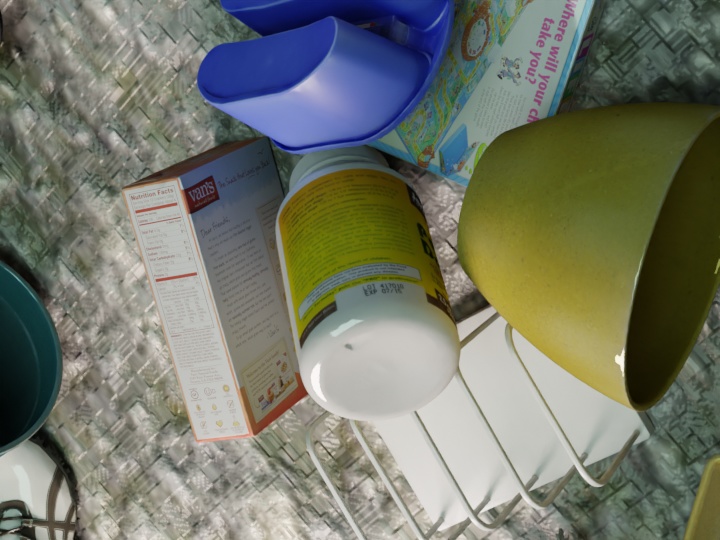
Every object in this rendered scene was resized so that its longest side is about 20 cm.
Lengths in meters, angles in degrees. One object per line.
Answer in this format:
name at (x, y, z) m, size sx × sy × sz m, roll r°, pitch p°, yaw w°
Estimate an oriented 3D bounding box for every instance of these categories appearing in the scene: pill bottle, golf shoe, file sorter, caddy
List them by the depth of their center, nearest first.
caddy at (-0.020, -0.157, 1.085) m, size 0.200 × 0.105 × 0.142 m, roll -2°, pitch 69°, yaw 51°
pill bottle at (0.000, 0.000, 1.100) m, size 0.109 × 0.200 × 0.109 m, roll -6°, pitch 133°, yaw -7°
file sorter at (0.080, 0.117, 1.145) m, size 0.200 × 0.124 × 0.139 m, roll -30°, pitch 92°, yaw 31°
golf shoe at (-0.293, 0.237, 1.384) m, size 0.078 × 0.094 × 0.201 m, roll -13°, pitch 99°, yaw 30°

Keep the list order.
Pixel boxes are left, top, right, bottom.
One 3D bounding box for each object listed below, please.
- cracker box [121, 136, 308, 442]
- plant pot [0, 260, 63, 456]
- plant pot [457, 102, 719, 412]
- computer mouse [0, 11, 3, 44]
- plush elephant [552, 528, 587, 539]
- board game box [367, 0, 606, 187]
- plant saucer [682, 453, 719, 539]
cracker box at (-0.097, 0.012, 1.190) m, size 0.058 × 0.134 × 0.201 m, roll -8°, pitch 102°, yaw 28°
plant pot at (-0.381, 0.105, 1.335) m, size 0.200 × 0.200 × 0.188 m, roll 50°, pitch 135°, yaw 3°
plant pot at (0.148, -0.026, 1.028) m, size 0.142 × 0.200 × 0.201 m, roll 19°, pitch 114°, yaw 25°
computer mouse at (-0.350, -0.253, 1.281) m, size 0.200 × 0.046 × 0.141 m, roll 27°, pitch 112°, yaw 21°
plush elephant at (0.123, 0.300, 1.142) m, size 0.155 × 0.200 × 0.165 m, roll -41°, pitch 123°, yaw 19°
board game box at (0.089, -0.158, 1.100) m, size 0.134 × 0.034 × 0.200 m, roll 25°, pitch 116°, yaw 17°
plant saucer at (0.321, 0.239, 1.113) m, size 0.199 × 0.048 × 0.201 m, roll 19°, pitch 114°, yaw 18°
